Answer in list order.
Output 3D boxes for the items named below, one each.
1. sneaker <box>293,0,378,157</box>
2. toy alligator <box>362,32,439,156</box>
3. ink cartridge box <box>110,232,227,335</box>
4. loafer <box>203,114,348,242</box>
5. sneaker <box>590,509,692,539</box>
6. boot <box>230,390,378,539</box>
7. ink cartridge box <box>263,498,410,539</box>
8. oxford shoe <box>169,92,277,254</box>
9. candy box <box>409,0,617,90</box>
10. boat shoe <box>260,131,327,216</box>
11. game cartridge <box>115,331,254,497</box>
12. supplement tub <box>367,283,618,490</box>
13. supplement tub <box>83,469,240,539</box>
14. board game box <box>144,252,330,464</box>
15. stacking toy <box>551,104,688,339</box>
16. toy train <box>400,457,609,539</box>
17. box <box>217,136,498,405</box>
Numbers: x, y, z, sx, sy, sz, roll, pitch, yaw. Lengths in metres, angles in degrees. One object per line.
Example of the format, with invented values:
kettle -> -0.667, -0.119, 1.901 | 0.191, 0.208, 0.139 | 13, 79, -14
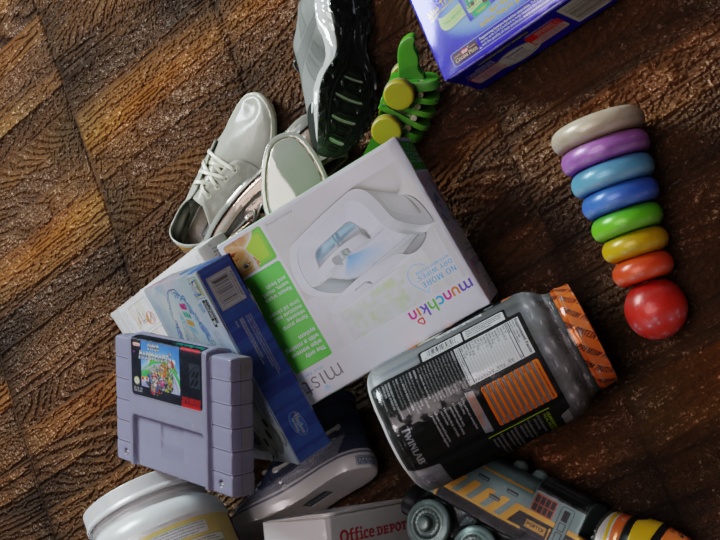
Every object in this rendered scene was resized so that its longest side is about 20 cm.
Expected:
sneaker -> -0.032, -0.205, 1.254 | 0.079, 0.074, 0.201 | -21, 61, 45
toy alligator -> 0.038, -0.137, 1.220 | 0.054, 0.059, 0.201 | 19, 120, 0
ink cartridge box -> -0.172, 0.071, 1.336 | 0.200, 0.050, 0.161 | -32, 89, 48
loafer -> -0.091, -0.073, 1.294 | 0.063, 0.072, 0.200 | 46, 109, 19
sneaker -> 0.237, 0.311, 1.049 | 0.090, 0.070, 0.201 | 6, 89, 36
boot -> -0.068, 0.205, 1.271 | 0.200, 0.073, 0.091 | -33, 56, 26
ink cartridge box -> -0.010, 0.326, 1.170 | 0.083, 0.147, 0.201 | -12, 80, 35
oxford shoe -> -0.150, -0.101, 1.340 | 0.075, 0.058, 0.201 | 35, 105, 34
candy box -> 0.124, -0.300, 1.152 | 0.169, 0.077, 0.201 | -30, 72, 30
boat shoe -> -0.045, -0.042, 1.242 | 0.075, 0.062, 0.201 | -22, 91, 10
game cartridge -> -0.169, 0.128, 1.146 | 0.200, 0.038, 0.130 | 5, 102, 49
supplement tub -> 0.117, 0.099, 1.086 | 0.199, 0.123, 0.123 | -27, 72, 7
supplement tub -> -0.176, 0.306, 1.190 | 0.145, 0.145, 0.201 | -37, 68, 27
board game box -> -0.125, 0.089, 1.195 | 0.201, 0.043, 0.199 | 63, 156, -6
stacking toy -> 0.237, -0.038, 1.069 | 0.085, 0.085, 0.201 | -23, 82, 31
toy train -> 0.131, 0.228, 1.124 | 0.200, 0.085, 0.114 | 24, 88, 35
box -> 0.000, 0.000, 1.159 | 0.199, 0.097, 0.177 | -29, 89, 12
